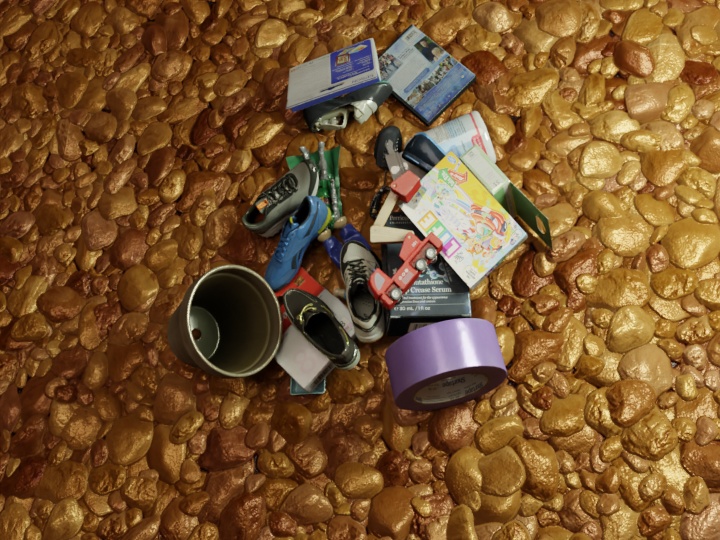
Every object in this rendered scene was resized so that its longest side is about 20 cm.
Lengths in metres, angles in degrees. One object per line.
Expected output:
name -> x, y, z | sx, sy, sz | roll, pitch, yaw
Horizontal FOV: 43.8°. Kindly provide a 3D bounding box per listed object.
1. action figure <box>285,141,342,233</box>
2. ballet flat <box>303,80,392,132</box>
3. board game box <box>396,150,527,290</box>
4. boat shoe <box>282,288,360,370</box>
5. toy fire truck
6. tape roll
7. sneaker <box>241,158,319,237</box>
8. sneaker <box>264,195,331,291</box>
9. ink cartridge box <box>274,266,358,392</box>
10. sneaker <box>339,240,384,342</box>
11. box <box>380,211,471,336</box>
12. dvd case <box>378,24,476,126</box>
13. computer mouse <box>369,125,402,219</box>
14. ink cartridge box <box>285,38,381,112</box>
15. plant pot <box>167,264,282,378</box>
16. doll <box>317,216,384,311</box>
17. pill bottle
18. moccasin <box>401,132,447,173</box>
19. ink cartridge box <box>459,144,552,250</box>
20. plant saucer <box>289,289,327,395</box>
action figure -> -0.080, -0.155, 1.789 | 0.115, 0.055, 0.204 | -14, 70, 7
ballet flat -> -0.024, -0.326, 1.831 | 0.195, 0.073, 0.075 | -13, 66, 15
board game box -> 0.176, -0.087, 1.557 | 0.134, 0.034, 0.201 | -43, 75, 5
boat shoe -> -0.077, 0.094, 1.613 | 0.072, 0.061, 0.201 | -44, 61, -5
toy fire truck -> 0.065, -0.051, 1.529 | 0.141, 0.049, 0.201 | 41, 87, 12
tape roll -> 0.143, 0.162, 1.515 | 0.196, 0.200, 0.087 | -18, 64, 8
sneaker -> -0.154, -0.139, 1.751 | 0.200, 0.079, 0.075 | -44, 63, 24
sneaker -> -0.137, -0.055, 1.716 | 0.066, 0.078, 0.202 | 38, 96, 36
ink cartridge box -> -0.108, 0.103, 1.676 | 0.200, 0.057, 0.163 | 42, 84, 21
sneaker -> 0.005, 0.023, 1.613 | 0.074, 0.088, 0.204 | -15, 62, 1
box -> 0.115, 0.006, 1.617 | 0.144, 0.108, 0.205 | -2, 67, -4
dvd case -> 0.122, -0.404, 1.846 | 0.143, 0.018, 0.200 | -44, 65, -3
computer mouse -> 0.046, -0.199, 1.778 | 0.057, 0.034, 0.205 | 3, 70, 16
ink cartridge box -> -0.055, -0.387, 1.824 | 0.193, 0.048, 0.202 | -17, 37, 10
plant pot -> -0.269, 0.105, 1.658 | 0.172, 0.197, 0.205 | -18, 57, 51
doll -> 0.000, 0.000, 1.699 | 0.136, 0.049, 0.201 | -37, 73, -9
pill bottle -> 0.152, -0.218, 1.714 | 0.196, 0.109, 0.111 | -23, 64, 7
moccasin -> 0.156, -0.161, 1.631 | 0.068, 0.080, 0.200 | -44, 75, 0
ink cartridge box -> 0.264, -0.120, 1.622 | 0.048, 0.146, 0.201 | -36, 64, 0
plant saucer -> -0.095, 0.136, 1.694 | 0.068, 0.019, 0.205 | -5, 69, 13
